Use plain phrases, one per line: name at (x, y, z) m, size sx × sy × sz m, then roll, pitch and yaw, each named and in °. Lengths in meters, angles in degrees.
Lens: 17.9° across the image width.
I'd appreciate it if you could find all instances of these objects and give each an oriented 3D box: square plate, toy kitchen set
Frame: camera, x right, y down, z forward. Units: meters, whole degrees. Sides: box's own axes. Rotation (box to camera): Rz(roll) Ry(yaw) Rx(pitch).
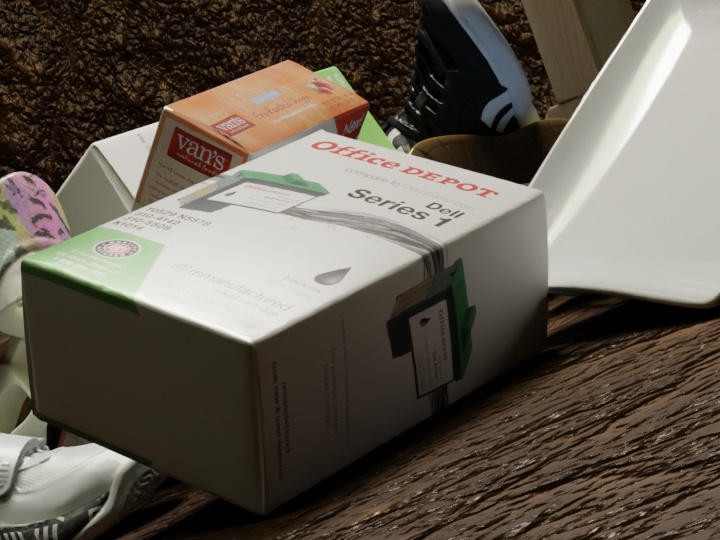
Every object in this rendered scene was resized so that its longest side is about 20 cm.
square plate at (0.157, -0.063, 1.054) m, size 0.199 × 0.028 × 0.200 m, roll -57°, pitch 25°, yaw -15°
toy kitchen set at (0.126, -0.125, 1.640) m, size 0.199 × 0.182 × 0.163 m, roll -17°, pitch 5°, yaw 35°

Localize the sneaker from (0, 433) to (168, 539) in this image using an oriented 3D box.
sneaker at (-0.193, 0.091, 1.086) m, size 0.199 × 0.116 × 0.075 m, roll -23°, pitch 4°, yaw 8°

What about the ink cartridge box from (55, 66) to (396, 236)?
ink cartridge box at (-0.093, -0.027, 1.341) m, size 0.199 × 0.084 × 0.146 m, roll -21°, pitch -19°, yaw -44°

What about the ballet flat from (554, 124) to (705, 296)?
ballet flat at (0.148, -0.023, 1.125) m, size 0.199 × 0.067 × 0.071 m, roll -18°, pitch 30°, yaw 52°

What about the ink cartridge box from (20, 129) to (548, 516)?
ink cartridge box at (-0.029, 0.015, 1.016) m, size 0.145 × 0.085 × 0.199 m, roll 17°, pitch 31°, yaw 37°

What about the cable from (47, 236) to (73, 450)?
cable at (-0.216, 0.057, 1.194) m, size 0.051 × 0.201 × 0.163 m, roll 19°, pitch -9°, yaw 38°

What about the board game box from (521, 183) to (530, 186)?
board game box at (0.035, 0.013, 1.300) m, size 0.157 × 0.039 × 0.200 m, roll -16°, pitch -16°, yaw -24°

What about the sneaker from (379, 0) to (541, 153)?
sneaker at (0.045, -0.096, 1.381) m, size 0.111 × 0.073 × 0.200 m, roll -33°, pitch -28°, yaw 2°

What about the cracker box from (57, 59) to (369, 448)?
cracker box at (-0.075, 0.001, 1.179) m, size 0.134 × 0.057 × 0.201 m, roll -30°, pitch -36°, yaw -59°

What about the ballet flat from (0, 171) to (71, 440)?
ballet flat at (-0.174, 0.052, 1.155) m, size 0.069 × 0.202 × 0.071 m, roll 13°, pitch -1°, yaw -36°

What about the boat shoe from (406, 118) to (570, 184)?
boat shoe at (0.093, -0.047, 1.385) m, size 0.199 × 0.074 × 0.063 m, roll 0°, pitch -27°, yaw -35°
